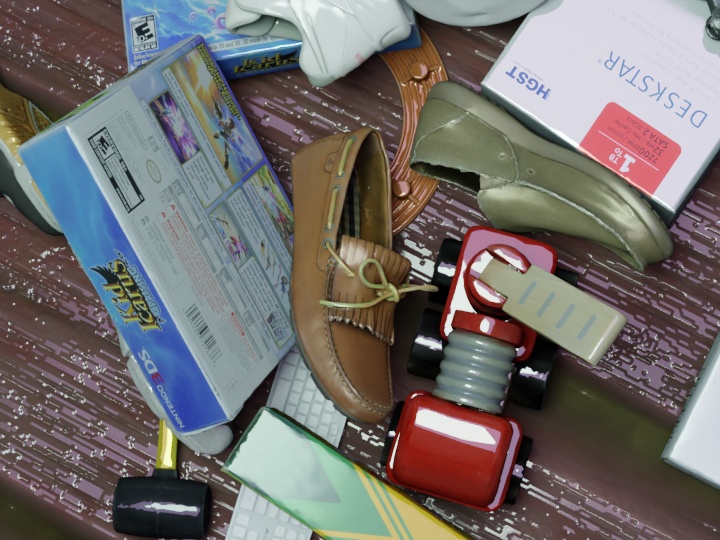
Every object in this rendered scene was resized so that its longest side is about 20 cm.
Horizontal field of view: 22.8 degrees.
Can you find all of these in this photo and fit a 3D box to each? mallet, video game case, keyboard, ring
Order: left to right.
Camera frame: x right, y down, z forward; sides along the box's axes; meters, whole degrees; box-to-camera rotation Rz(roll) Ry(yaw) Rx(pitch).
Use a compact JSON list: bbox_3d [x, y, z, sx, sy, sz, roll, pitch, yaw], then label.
[{"bbox_3d":[-0.138,0.083,1.214,0.066,0.041,0.201,-4,79,1],"label":"mallet"},{"bbox_3d":[-0.107,-0.027,1.118,0.045,0.181,0.201,-21,104,29],"label":"video game case"},{"bbox_3d":[-0.068,-0.228,1.224,0.199,0.045,0.182,-9,75,6],"label":"video game case"},{"bbox_3d":[-0.049,0.136,1.210,0.056,0.011,0.201,16,85,7],"label":"keyboard"},{"bbox_3d":[-0.035,-0.105,1.232,0.199,0.019,0.202,-1,83,6],"label":"ring"}]

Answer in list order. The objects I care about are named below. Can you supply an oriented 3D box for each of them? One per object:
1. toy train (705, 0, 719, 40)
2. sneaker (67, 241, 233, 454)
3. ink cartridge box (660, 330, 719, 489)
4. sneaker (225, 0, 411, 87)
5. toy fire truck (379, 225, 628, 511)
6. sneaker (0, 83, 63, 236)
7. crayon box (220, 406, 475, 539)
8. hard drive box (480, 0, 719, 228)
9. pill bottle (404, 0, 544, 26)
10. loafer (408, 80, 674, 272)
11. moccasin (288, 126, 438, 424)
[{"bbox_3d":[0.236,-0.178,1.131,0.046,0.034,0.201,-18,82,-1],"label":"toy train"},{"bbox_3d":[-0.119,0.021,1.177,0.082,0.077,0.201,-25,89,-32],"label":"sneaker"},{"bbox_3d":[0.328,0.080,1.167,0.199,0.043,0.197,27,86,4],"label":"ink cartridge box"},{"bbox_3d":[-0.061,-0.204,1.157,0.099,0.078,0.200,-39,75,1],"label":"sneaker"},{"bbox_3d":[0.088,0.061,1.110,0.128,0.200,0.177,16,85,7],"label":"toy fire truck"},{"bbox_3d":[-0.269,-0.089,1.235,0.088,0.076,0.200,-44,79,16],"label":"sneaker"},{"bbox_3d":[0.010,0.160,1.138,0.200,0.127,0.051,34,86,2],"label":"crayon box"},{"bbox_3d":[0.199,-0.155,1.187,0.156,0.077,0.200,34,88,9],"label":"hard drive box"},{"bbox_3d":[0.072,-0.270,1.173,0.110,0.111,0.201,-4,59,5],"label":"pill bottle"},{"bbox_3d":[0.115,-0.050,1.174,0.200,0.076,0.068,34,86,24],"label":"loafer"},{"bbox_3d":[0.001,0.001,1.141,0.078,0.074,0.202,-24,51,32],"label":"moccasin"}]
